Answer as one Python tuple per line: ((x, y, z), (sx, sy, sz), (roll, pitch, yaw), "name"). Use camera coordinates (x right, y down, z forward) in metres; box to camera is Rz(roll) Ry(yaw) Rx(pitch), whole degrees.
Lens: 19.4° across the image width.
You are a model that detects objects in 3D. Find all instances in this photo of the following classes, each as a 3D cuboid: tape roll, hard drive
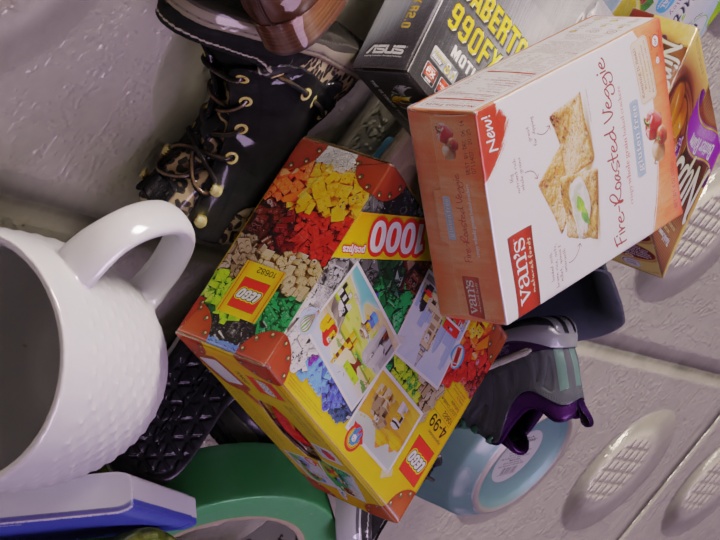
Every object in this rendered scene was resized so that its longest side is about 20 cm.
((-0.117, 0.200, 1.547), (0.198, 0.048, 0.201), (-15, 149, -9), "tape roll")
((-0.189, 0.155, 1.357), (0.130, 0.026, 0.200), (-6, 170, 6), "hard drive")

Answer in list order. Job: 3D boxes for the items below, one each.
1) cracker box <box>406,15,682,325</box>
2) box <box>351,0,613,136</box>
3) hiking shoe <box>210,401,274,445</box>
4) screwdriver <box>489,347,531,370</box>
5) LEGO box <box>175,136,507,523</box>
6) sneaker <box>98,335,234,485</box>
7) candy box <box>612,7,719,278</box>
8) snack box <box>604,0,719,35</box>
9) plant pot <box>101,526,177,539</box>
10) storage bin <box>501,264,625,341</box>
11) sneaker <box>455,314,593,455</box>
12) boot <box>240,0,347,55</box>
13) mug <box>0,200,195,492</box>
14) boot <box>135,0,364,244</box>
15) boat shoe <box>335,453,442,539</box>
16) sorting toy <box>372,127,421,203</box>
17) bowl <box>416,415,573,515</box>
((0.119, -0.066, 1.303), (0.199, 0.057, 0.135), (-29, 117, -42), "cracker box")
((0.092, -0.133, 1.342), (0.200, 0.048, 0.159), (47, 62, -43), "box")
((-0.034, 0.105, 1.581), (0.101, 0.076, 0.200), (-49, 151, 13), "hiking shoe")
((0.035, 0.089, 1.478), (0.199, 0.028, 0.029), (-24, 172, 34), "screwdriver")
((-0.006, 0.039, 1.307), (0.150, 0.077, 0.200), (-58, 141, -17), "LEGO box")
((-0.115, 0.069, 1.457), (0.200, 0.072, 0.083), (-46, -167, -18), "sneaker")
((0.210, -0.088, 1.532), (0.117, 0.056, 0.200), (-64, 157, -15), "candy box")
((0.200, -0.190, 1.537), (0.201, 0.053, 0.142), (-54, 152, 16), "snack box")
((-0.190, 0.262, 1.379), (0.189, 0.202, 0.200), (-29, 158, 20), "plant pot")
((0.104, -0.029, 1.503), (0.144, 0.136, 0.200), (-11, 163, 9), "storage bin")
((0.074, 0.098, 1.505), (0.199, 0.088, 0.074), (-22, 168, 39), "sneaker")
((-0.038, -0.248, 1.132), (0.187, 0.064, 0.201), (-64, 143, -36), "boot")
((-0.174, 0.036, 1.219), (0.200, 0.148, 0.175), (-46, 162, 13), "mug")
((-0.082, -0.095, 1.259), (0.151, 0.073, 0.200), (-56, 157, 14), "boot")
((0.032, 0.136, 1.598), (0.201, 0.066, 0.070), (-68, 157, -49), "boat shoe")
((0.000, 0.000, 1.460), (0.186, 0.036, 0.201), (89, 25, -48), "sorting toy")
((0.104, 0.128, 1.772), (0.200, 0.105, 0.202), (-34, 151, -22), "bowl")
